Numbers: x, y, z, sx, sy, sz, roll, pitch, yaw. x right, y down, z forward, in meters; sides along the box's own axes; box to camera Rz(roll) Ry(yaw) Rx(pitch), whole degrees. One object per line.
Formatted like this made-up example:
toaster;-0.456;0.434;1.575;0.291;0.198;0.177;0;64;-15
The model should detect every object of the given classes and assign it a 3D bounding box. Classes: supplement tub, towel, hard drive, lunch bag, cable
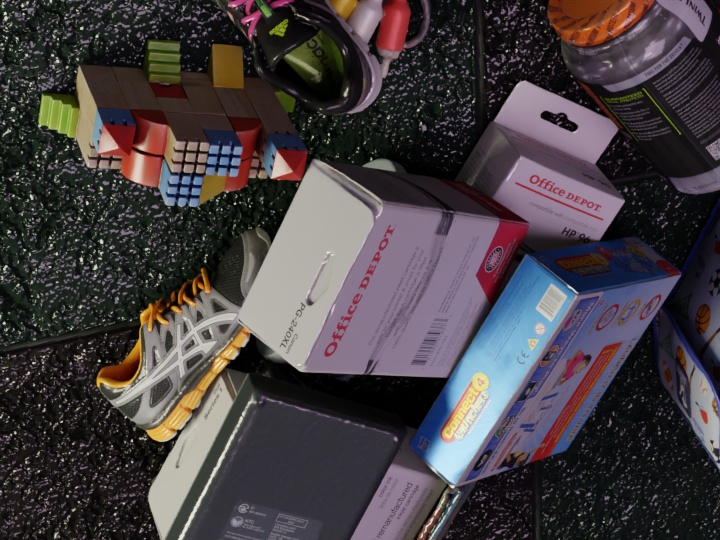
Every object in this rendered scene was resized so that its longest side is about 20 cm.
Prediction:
supplement tub;0.242;-0.164;1.678;0.123;0.123;0.200;-40;125;8
towel;0.072;0.206;1.817;0.022;0.200;0.147;31;111;7
hard drive;-0.066;0.186;1.677;0.139;0.033;0.200;18;112;-24
lunch bag;0.335;0.060;1.816;0.124;0.170;0.200;15;115;-23
cable;0.029;-0.240;1.599;0.097;0.050;0.200;15;116;-17

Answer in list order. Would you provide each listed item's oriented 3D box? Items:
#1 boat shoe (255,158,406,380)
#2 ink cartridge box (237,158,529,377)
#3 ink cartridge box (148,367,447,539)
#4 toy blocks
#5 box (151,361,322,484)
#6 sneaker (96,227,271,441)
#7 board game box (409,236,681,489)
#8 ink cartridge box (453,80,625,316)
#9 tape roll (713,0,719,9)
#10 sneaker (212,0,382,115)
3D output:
boat shoe;0.000;0.000;1.733;0.091;0.071;0.200;20;116;-35
ink cartridge box;0.019;0.001;1.623;0.200;0.083;0.145;6;114;-52
ink cartridge box;-0.054;0.184;1.750;0.200;0.084;0.145;20;112;-26
toy blocks;-0.130;-0.098;1.581;0.200;0.137;0.100;3;119;-20
box;-0.055;0.189;1.834;0.158;0.048;0.200;-45;123;11
sneaker;-0.139;0.046;1.706;0.077;0.078;0.200;31;103;-17
board game box;0.154;0.072;1.739;0.196;0.056;0.200;-8;134;-57
ink cartridge box;0.134;-0.044;1.745;0.116;0.068;0.200;20;112;-30
tape roll;0.371;-0.262;1.679;0.200;0.066;0.201;-15;129;-19
sneaker;-0.061;-0.189;1.555;0.074;0.087;0.200;-39;101;14
